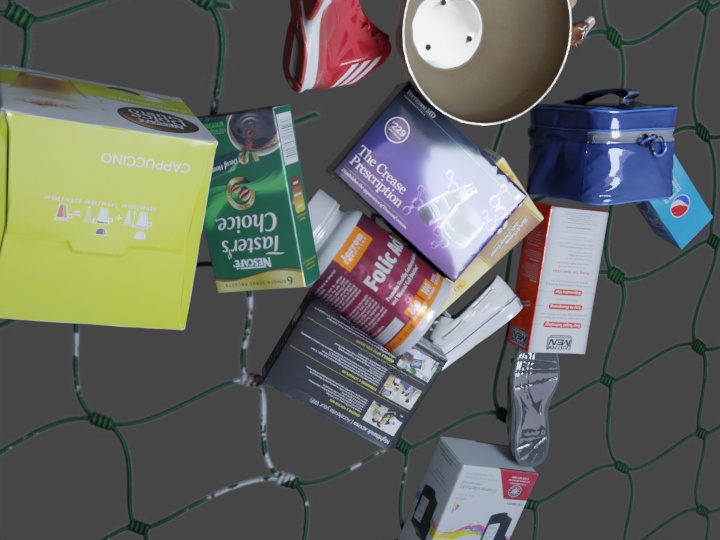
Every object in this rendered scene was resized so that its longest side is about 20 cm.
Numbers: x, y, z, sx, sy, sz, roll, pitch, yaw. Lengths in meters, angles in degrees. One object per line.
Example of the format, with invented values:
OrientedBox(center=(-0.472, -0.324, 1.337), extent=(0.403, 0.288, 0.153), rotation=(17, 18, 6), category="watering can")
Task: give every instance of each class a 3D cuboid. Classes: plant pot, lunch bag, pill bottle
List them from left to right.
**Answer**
OrientedBox(center=(0.000, 0.000, 1.078), extent=(0.199, 0.114, 0.115), rotation=(37, 95, -6), category="pill bottle")
OrientedBox(center=(0.122, -0.275, 1.024), extent=(0.197, 0.134, 0.203), rotation=(-4, 106, -15), category="plant pot")
OrientedBox(center=(0.300, -0.158, 1.117), extent=(0.134, 0.200, 0.134), rotation=(-7, 102, -22), category="lunch bag")

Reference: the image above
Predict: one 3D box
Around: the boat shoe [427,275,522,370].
OrientedBox(center=(0.126, 0.083, 1.231), extent=(0.199, 0.072, 0.066), rotation=(-37, 91, 10), category="boat shoe")

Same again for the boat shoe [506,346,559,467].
OrientedBox(center=(0.248, 0.185, 1.327), extent=(0.073, 0.065, 0.205), rotation=(-1, 98, -12), category="boat shoe")

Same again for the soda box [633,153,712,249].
OrientedBox(center=(0.416, -0.125, 1.264), extent=(0.068, 0.064, 0.200), rotation=(-44, 121, 1), category="soda box")

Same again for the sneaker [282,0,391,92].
OrientedBox(center=(-0.016, -0.296, 0.996), extent=(0.114, 0.079, 0.201), rotation=(-10, 139, -30), category="sneaker")

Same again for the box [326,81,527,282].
OrientedBox(center=(0.079, -0.107, 1.083), extent=(0.200, 0.079, 0.142), rotation=(41, 88, -11), category="box")

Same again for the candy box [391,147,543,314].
OrientedBox(center=(0.132, -0.049, 1.180), extent=(0.200, 0.055, 0.116), rotation=(-43, 121, -1), category="candy box")

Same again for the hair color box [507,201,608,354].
OrientedBox(center=(0.273, 0.011, 1.244), extent=(0.100, 0.061, 0.203), rotation=(4, 99, -24), category="hair color box")

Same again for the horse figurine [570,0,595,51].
OrientedBox(center=(0.225, -0.354, 1.082), extent=(0.198, 0.050, 0.133), rotation=(6, 130, -34), category="horse figurine")

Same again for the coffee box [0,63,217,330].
OrientedBox(center=(-0.275, -0.075, 0.911), extent=(0.197, 0.198, 0.202), rotation=(5, 110, -25), category="coffee box")

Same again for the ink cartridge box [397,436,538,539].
OrientedBox(center=(0.160, 0.366, 1.357), extent=(0.144, 0.083, 0.202), rotation=(12, 106, -28), category="ink cartridge box")

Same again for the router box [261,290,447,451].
OrientedBox(center=(-0.008, 0.123, 1.167), extent=(0.199, 0.051, 0.150), rotation=(31, 98, -13), category="router box")

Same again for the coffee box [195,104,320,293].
OrientedBox(center=(-0.121, -0.077, 1.004), extent=(0.121, 0.044, 0.203), rotation=(-3, 104, 23), category="coffee box")
